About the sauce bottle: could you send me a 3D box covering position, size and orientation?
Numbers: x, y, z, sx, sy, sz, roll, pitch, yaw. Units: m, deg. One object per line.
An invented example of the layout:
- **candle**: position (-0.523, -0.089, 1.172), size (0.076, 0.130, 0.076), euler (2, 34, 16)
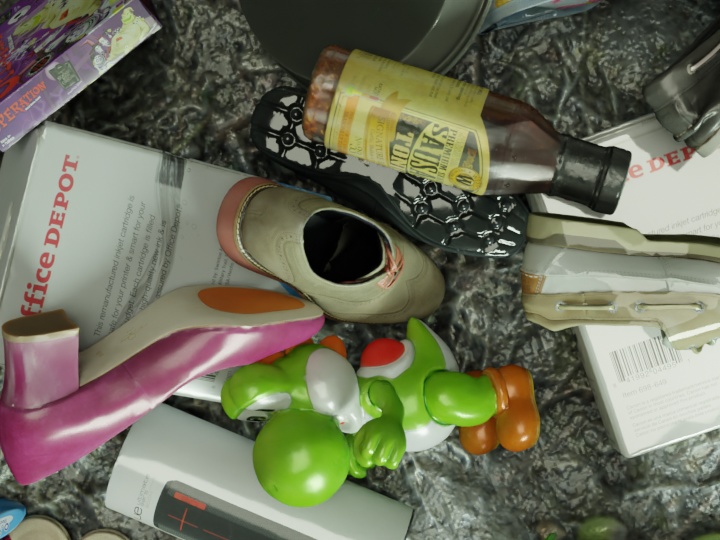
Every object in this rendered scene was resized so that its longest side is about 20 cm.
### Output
- **sauce bottle**: position (0.065, -0.082, 0.783), size (0.198, 0.066, 0.067), euler (16, 92, 7)

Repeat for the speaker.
- **speaker**: position (-0.069, 0.159, 0.867), size (0.199, 0.081, 0.082), euler (23, 93, 3)

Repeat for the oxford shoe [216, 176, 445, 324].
- **oxford shoe**: position (0.000, 0.000, 0.807), size (0.074, 0.199, 0.071), euler (15, 88, 42)

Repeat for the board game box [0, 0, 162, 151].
- **board game box**: position (-0.190, -0.153, 0.815), size (0.120, 0.200, 0.032), euler (-41, 119, 5)

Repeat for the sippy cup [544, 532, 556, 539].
- **sippy cup**: position (0.188, 0.245, 0.826), size (0.138, 0.130, 0.179), euler (-15, 90, 5)

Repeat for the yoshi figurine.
- **yoshi figurine**: position (0.009, 0.105, 0.817), size (0.198, 0.112, 0.113), euler (4, 120, -21)

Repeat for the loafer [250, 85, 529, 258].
- **loafer**: position (0.021, -0.068, 0.860), size (0.199, 0.070, 0.069), euler (25, 97, 1)

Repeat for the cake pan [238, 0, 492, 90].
- **cake pan**: position (-0.005, -0.208, 0.833), size (0.199, 0.037, 0.202), euler (4, 98, 31)

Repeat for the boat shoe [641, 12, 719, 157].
- **boat shoe**: position (0.236, -0.156, 0.786), size (0.057, 0.067, 0.200), euler (38, 62, -4)

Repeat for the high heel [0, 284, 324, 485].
- **high heel**: position (-0.114, 0.067, 0.762), size (0.198, 0.067, 0.097), euler (-9, 113, -30)

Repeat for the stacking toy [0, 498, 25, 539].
- **stacking toy**: position (-0.280, 0.260, 0.867), size (0.109, 0.116, 0.202), euler (-3, 98, 20)

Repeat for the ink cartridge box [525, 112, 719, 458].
- **ink cartridge box**: position (0.202, 0.000, 0.843), size (0.144, 0.085, 0.202), euler (-19, 91, 4)

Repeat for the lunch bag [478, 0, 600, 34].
- **lunch bag**: position (0.141, -0.259, 0.820), size (0.199, 0.127, 0.171), euler (-15, 91, 29)

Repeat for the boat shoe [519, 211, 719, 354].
- **boat shoe**: position (0.195, 0.013, 0.770), size (0.198, 0.075, 0.069), euler (10, 97, 11)

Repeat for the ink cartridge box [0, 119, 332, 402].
- **ink cartridge box**: position (-0.135, -0.003, 0.819), size (0.199, 0.084, 0.146), euler (13, 93, -30)

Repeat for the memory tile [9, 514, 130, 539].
- **memory tile**: position (-0.166, 0.261, 0.907), size (0.198, 0.017, 0.155), euler (10, 92, 3)
